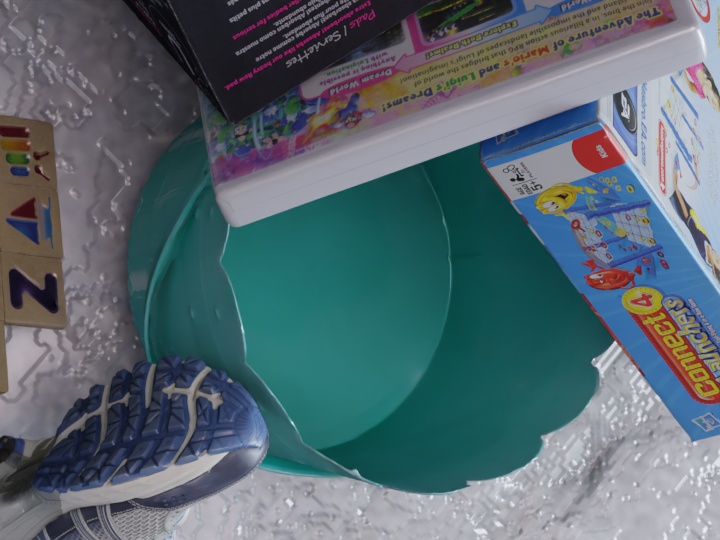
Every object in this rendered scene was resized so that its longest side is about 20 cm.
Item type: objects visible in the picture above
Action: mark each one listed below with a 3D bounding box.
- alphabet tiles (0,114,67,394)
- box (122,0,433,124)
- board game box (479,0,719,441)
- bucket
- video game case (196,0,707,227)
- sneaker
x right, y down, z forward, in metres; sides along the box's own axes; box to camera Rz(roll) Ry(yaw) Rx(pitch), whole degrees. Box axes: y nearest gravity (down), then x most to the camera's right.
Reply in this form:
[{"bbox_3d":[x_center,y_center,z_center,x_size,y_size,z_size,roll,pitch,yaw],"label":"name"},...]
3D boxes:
[{"bbox_3d":[-0.216,-0.031,1.082,0.200,0.006,0.167,7,68,-37],"label":"alphabet tiles"},{"bbox_3d":[-0.014,-0.175,1.004,0.200,0.132,0.115,-32,132,-9],"label":"box"},{"bbox_3d":[0.127,-0.063,1.095,0.196,0.056,0.200,50,32,-37],"label":"board game box"},{"bbox_3d":[0.000,0.000,1.123,0.207,0.135,0.208,1,87,-28],"label":"bucket"},{"bbox_3d":[0.025,-0.115,1.028,0.199,0.182,0.024,-19,134,6],"label":"video game case"},{"bbox_3d":[-0.105,0.101,1.087,0.085,0.200,0.077,48,43,-25],"label":"sneaker"}]
